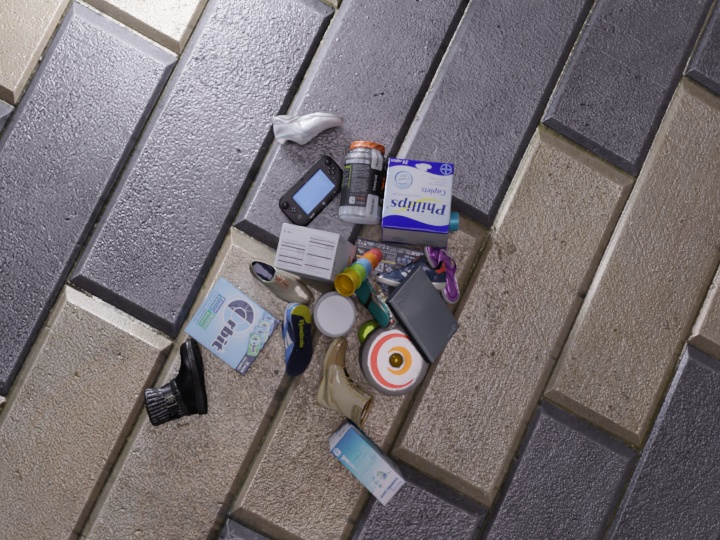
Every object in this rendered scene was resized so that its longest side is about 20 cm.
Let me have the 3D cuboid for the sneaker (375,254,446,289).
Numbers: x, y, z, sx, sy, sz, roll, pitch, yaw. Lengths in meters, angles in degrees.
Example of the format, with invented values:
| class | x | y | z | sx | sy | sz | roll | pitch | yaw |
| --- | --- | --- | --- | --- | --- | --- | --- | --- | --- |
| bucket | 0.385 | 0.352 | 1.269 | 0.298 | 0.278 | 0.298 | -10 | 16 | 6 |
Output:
| class | x | y | z | sx | sy | sz | roll | pitch | yaw |
| --- | --- | --- | --- | --- | --- | --- | --- | --- | --- |
| sneaker | 0.134 | 0.000 | 1.668 | 0.193 | 0.075 | 0.088 | 3 | 95 | -13 |

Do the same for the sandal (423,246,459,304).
| class | x | y | z | sx | sy | sz | roll | pitch | yaw |
| --- | --- | --- | --- | --- | --- | --- | --- | --- | --- |
| sandal | 0.234 | -0.012 | 1.723 | 0.081 | 0.049 | 0.208 | -28 | 100 | -38 |

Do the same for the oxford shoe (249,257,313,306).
| class | x | y | z | sx | sy | sz | roll | pitch | yaw |
| --- | --- | --- | --- | --- | --- | --- | --- | --- | --- |
| oxford shoe | -0.215 | 0.035 | 1.686 | 0.196 | 0.074 | 0.072 | 29 | 86 | -3 |

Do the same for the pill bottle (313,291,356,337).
| class | x | y | z | sx | sy | sz | roll | pitch | yaw |
| --- | --- | --- | --- | --- | --- | --- | --- | --- | --- |
| pill bottle | -0.067 | 0.112 | 1.632 | 0.109 | 0.200 | 0.117 | 0 | 88 | -5 |

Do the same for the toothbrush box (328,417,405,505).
| class | x | y | z | sx | sy | sz | roll | pitch | yaw |
| --- | --- | --- | --- | --- | --- | --- | --- | --- | --- |
| toothbrush box | 0.014 | 0.494 | 1.649 | 0.085 | 0.146 | 0.200 | -44 | 90 | -5 |

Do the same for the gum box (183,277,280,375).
| class | x | y | z | sx | sy | sz | roll | pitch | yaw |
| --- | --- | --- | --- | --- | --- | --- | --- | --- | --- |
| gum box | -0.341 | 0.148 | 1.686 | 0.198 | 0.045 | 0.172 | 36 | 86 | -1 |

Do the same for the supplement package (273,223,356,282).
| class | x | y | z | sx | sy | sz | roll | pitch | yaw |
| --- | --- | --- | --- | --- | --- | --- | --- | --- | --- |
| supplement package | -0.110 | -0.036 | 1.617 | 0.151 | 0.200 | 0.115 | 11 | 86 | 13 |

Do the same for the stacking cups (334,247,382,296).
| class | x | y | z | sx | sy | sz | roll | pitch | yaw |
| --- | --- | --- | --- | --- | --- | --- | --- | --- | --- |
| stacking cups | 0.000 | 0.000 | 1.610 | 0.059 | 0.200 | 0.062 | 9 | 115 | 21 |

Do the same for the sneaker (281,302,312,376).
| class | x | y | z | sx | sy | sz | roll | pitch | yaw |
| --- | --- | --- | --- | --- | --- | --- | --- | --- | --- |
| sneaker | -0.173 | 0.181 | 1.690 | 0.072 | 0.082 | 0.207 | -3 | 106 | -31 |

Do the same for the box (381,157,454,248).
| class | x | y | z | sx | sy | sz | roll | pitch | yaw |
| --- | --- | --- | --- | --- | --- | --- | --- | --- | --- |
| box | 0.152 | -0.179 | 1.677 | 0.178 | 0.105 | 0.206 | 5 | 72 | 4 |

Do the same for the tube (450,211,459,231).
| class | x | y | z | sx | sy | sz | roll | pitch | yaw |
| --- | --- | --- | --- | --- | --- | --- | --- | --- | --- |
| tube | 0.172 | -0.134 | 1.740 | 0.193 | 0.051 | 0.079 | -1 | 54 | -3 |

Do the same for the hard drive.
| class | x | y | z | sx | sy | sz | roll | pitch | yaw |
| --- | --- | --- | --- | --- | --- | --- | --- | --- | --- |
| hard drive | 0.160 | 0.112 | 1.610 | 0.140 | 0.033 | 0.202 | -45 | 109 | -30 |

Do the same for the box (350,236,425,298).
| class | x | y | z | sx | sy | sz | roll | pitch | yaw |
| --- | --- | --- | --- | --- | --- | --- | --- | --- | --- |
| box | 0.069 | 0.009 | 1.724 | 0.193 | 0.049 | 0.167 | 10 | 85 | -4 |

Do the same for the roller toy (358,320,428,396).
| class | x | y | z | sx | sy | sz | roll | pitch | yaw |
| --- | --- | --- | --- | --- | --- | --- | --- | --- | --- |
| roller toy | 0.089 | 0.232 | 1.669 | 0.193 | 0.140 | 0.189 | 4 | 88 | -5 |

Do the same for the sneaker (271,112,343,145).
| class | x | y | z | sx | sy | sz | roll | pitch | yaw |
| --- | --- | --- | --- | --- | --- | --- | --- | --- | --- |
| sneaker | -0.141 | -0.385 | 1.720 | 0.193 | 0.070 | 0.083 | -6 | 97 | 1 |

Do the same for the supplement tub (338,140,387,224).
| class | x | y | z | sx | sy | sz | roll | pitch | yaw |
| --- | --- | --- | --- | --- | --- | --- | --- | --- | --- |
| supplement tub | 0.009 | -0.233 | 1.692 | 0.118 | 0.122 | 0.207 | 7 | 88 | -4 |

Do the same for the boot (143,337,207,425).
| class | x | y | z | sx | sy | sz | roll | pitch | yaw |
| --- | --- | --- | --- | --- | --- | --- | --- | --- | --- |
| boot | -0.488 | 0.291 | 1.641 | 0.152 | 0.079 | 0.219 | -7 | 96 | -5 |

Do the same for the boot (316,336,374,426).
| class | x | y | z | sx | sy | sz | roll | pitch | yaw |
| --- | --- | --- | --- | --- | --- | --- | --- | --- | --- |
| boot | -0.029 | 0.287 | 1.642 | 0.153 | 0.072 | 0.206 | 22 | 105 | 31 |

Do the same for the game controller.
| class | x | y | z | sx | sy | sz | roll | pitch | yaw |
| --- | --- | --- | --- | --- | --- | --- | --- | --- | --- |
| game controller | -0.128 | -0.214 | 1.721 | 0.104 | 0.042 | 0.200 | 44 | 86 | -1 |

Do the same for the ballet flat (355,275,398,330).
| class | x | y | z | sx | sy | sz | roll | pitch | yaw |
| --- | --- | --- | --- | --- | --- | --- | --- | --- | --- |
| ballet flat | 0.042 | 0.075 | 1.647 | 0.063 | 0.076 | 0.202 | -3 | 48 | -41 |
